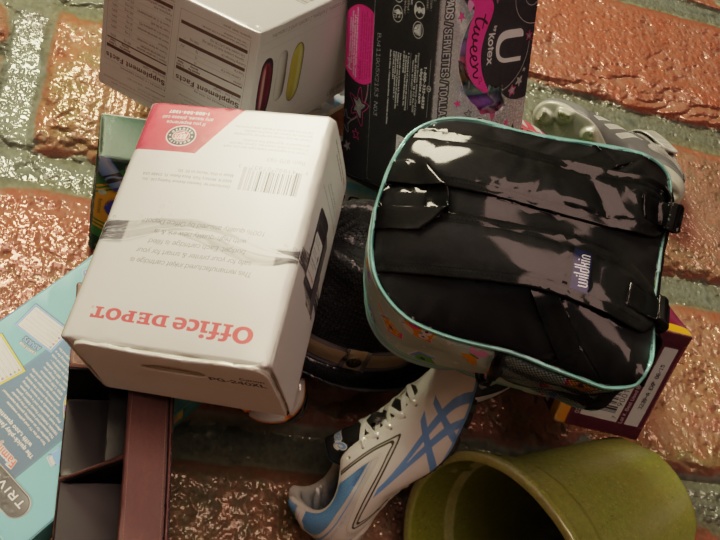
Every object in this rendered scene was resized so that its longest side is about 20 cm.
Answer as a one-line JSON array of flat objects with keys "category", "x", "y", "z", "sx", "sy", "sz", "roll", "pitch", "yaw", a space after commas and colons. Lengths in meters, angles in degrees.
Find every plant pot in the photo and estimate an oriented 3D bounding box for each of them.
[{"category": "plant pot", "x": 0.167, "y": 0.221, "z": 0.741, "sx": 0.182, "sy": 0.201, "sz": 0.202, "roll": -11, "pitch": 65, "yaw": -37}]

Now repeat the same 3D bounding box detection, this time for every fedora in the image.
[{"category": "fedora", "x": 0.000, "y": 0.000, "z": 0.752, "sx": 0.197, "sy": 0.092, "sz": 0.203, "roll": 13, "pitch": 47, "yaw": -14}]

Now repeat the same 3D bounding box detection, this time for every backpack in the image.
[{"category": "backpack", "x": 0.098, "y": -0.006, "z": 0.641, "sx": 0.197, "sy": 0.153, "sz": 0.178, "roll": 16, "pitch": 73, "yaw": -4}]

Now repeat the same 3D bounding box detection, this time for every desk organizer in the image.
[{"category": "desk organizer", "x": -0.178, "y": 0.114, "z": 0.674, "sx": 0.076, "sy": 0.072, "sz": 0.203, "roll": 6, "pitch": 61, "yaw": -17}]

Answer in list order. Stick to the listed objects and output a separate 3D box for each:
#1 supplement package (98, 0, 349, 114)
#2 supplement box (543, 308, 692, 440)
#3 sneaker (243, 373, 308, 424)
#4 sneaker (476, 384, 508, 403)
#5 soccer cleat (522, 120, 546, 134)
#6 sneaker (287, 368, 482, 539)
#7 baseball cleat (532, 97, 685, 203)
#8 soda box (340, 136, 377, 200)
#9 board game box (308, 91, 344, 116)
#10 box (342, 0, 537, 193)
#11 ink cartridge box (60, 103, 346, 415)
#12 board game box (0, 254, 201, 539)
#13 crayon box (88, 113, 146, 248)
[{"category": "supplement package", "x": -0.104, "y": -0.213, "z": 0.814, "sx": 0.154, "sy": 0.112, "sz": 0.200, "roll": 28, "pitch": 38, "yaw": 15}, {"category": "supplement box", "x": 0.206, "y": 0.043, "z": 0.842, "sx": 0.084, "sy": 0.112, "sz": 0.201, "roll": 15, "pitch": 26, "yaw": -13}, {"category": "sneaker", "x": -0.112, "y": 0.056, "z": 0.790, "sx": 0.078, "sy": 0.077, "sz": 0.201, "roll": -36, "pitch": 68, "yaw": -3}, {"category": "sneaker", "x": 0.064, "y": 0.069, "z": 0.845, "sx": 0.197, "sy": 0.080, "sz": 0.075, "roll": 13, "pitch": 55, "yaw": -15}, {"category": "soccer cleat", "x": 0.164, "y": -0.097, "z": 0.834, "sx": 0.068, "sy": 0.073, "sz": 0.200, "roll": -40, "pitch": 61, "yaw": -6}, {"category": "sneaker", "x": 0.020, "y": 0.133, "z": 0.716, "sx": 0.072, "sy": 0.200, "sz": 0.072, "roll": 38, "pitch": 10, "yaw": -16}, {"category": "baseball cleat", "x": 0.289, "y": -0.144, "z": 1.072, "sx": 0.199, "sy": 0.070, "sz": 0.107, "roll": 36, "pitch": 41, "yaw": -3}, {"category": "soda box", "x": -0.006, "y": -0.084, "z": 0.910, "sx": 0.197, "sy": 0.069, "sz": 0.064, "roll": 12, "pitch": 49, "yaw": -15}, {"category": "board game box", "x": -0.097, "y": -0.219, "z": 0.938, "sx": 0.199, "sy": 0.026, "sz": 0.200, "roll": 33, "pitch": 46, "yaw": 19}, {"category": "box", "x": 0.067, "y": -0.169, "z": 0.804, "sx": 0.113, "sy": 0.203, "sz": 0.132, "roll": -16, "pitch": 31, "yaw": -33}, {"category": "ink cartridge box", "x": -0.101, "y": -0.011, "z": 0.652, "sx": 0.143, "sy": 0.084, "sz": 0.203, "roll": 7, "pitch": 61, "yaw": 11}, {"category": "board game box", "x": -0.241, "y": 0.104, "z": 0.727, "sx": 0.151, "sy": 0.047, "sz": 0.200, "roll": 44, "pitch": 56, "yaw": 7}, {"category": "crayon box", "x": -0.135, "y": -0.066, "z": 0.817, "sx": 0.197, "sy": 0.126, "sz": 0.052, "roll": 4, "pitch": 54, "yaw": -18}]
